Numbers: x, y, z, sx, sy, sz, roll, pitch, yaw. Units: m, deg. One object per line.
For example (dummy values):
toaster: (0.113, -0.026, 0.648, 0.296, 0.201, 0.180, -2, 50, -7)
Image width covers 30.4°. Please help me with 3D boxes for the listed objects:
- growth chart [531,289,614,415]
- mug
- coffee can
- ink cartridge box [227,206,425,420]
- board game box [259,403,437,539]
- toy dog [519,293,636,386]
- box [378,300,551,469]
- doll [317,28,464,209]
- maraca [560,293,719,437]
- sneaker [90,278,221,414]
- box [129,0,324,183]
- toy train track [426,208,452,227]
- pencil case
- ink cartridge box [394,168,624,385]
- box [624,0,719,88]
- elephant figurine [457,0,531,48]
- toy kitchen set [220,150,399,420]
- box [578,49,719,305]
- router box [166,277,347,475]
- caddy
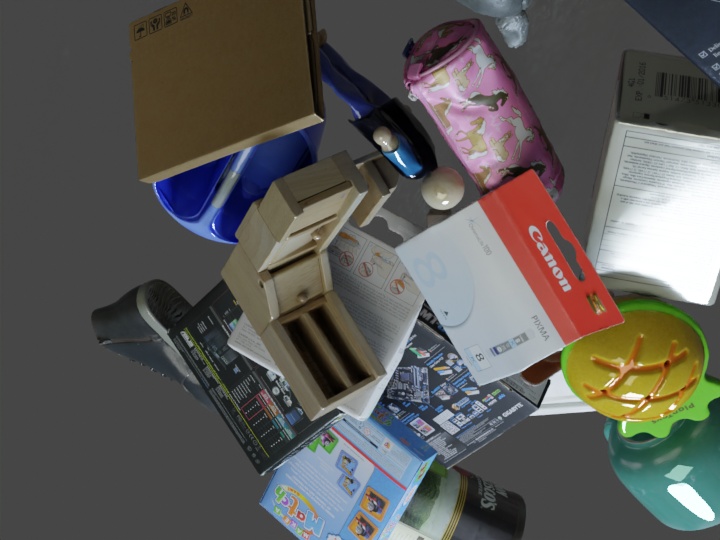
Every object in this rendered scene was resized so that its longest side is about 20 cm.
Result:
growth chart: (0.211, 0.095, 1.455, 0.145, 0.018, 0.200, 1, 134, 16)
mug: (0.328, 0.187, 1.415, 0.185, 0.152, 0.114, -26, 121, 35)
coffee can: (0.077, 0.297, 1.603, 0.200, 0.146, 0.146, 27, 135, -11)
ink cartridge box: (-0.018, 0.028, 1.351, 0.161, 0.200, 0.050, 29, 178, 11)
board game box: (-0.018, 0.234, 1.488, 0.151, 0.037, 0.200, 38, 120, 20)
toy dog: (0.187, 0.047, 1.325, 0.200, 0.096, 0.132, 23, 106, -6)
box: (0.073, 0.115, 1.451, 0.198, 0.050, 0.200, 38, 142, -6)
doll: (0.021, -0.135, 1.205, 0.200, 0.136, 0.048, 45, 109, 1)
maraca: (0.273, 0.097, 1.276, 0.137, 0.107, 0.200, -26, 130, 20)
sneaker: (-0.219, 0.099, 1.555, 0.106, 0.075, 0.200, -19, 117, 37)
box: (-0.124, -0.180, 1.185, 0.200, 0.164, 0.021, -16, 160, 30)
toy train track: (0.107, 0.023, 1.392, 0.115, 0.033, 0.200, 0, 131, 29)
pencil case: (0.114, -0.132, 1.209, 0.086, 0.083, 0.200, -17, 128, 28)
ink cartridge box: (0.132, 0.012, 1.219, 0.160, 0.047, 0.200, 59, 150, -1)
box: (0.287, -0.252, 1.019, 0.200, 0.107, 0.148, 37, 133, -21)
elephant figurine: (0.052, -0.290, 1.057, 0.200, 0.155, 0.142, 18, -179, 13)
toy kitchen set: (0.000, 0.000, 1.244, 0.180, 0.163, 0.200, 58, 152, 11)
box: (0.277, -0.082, 1.192, 0.128, 0.109, 0.200, 10, 136, 6)
router box: (-0.103, 0.101, 1.446, 0.150, 0.062, 0.200, -40, 80, 37)
caddy: (-0.119, -0.109, 1.282, 0.141, 0.105, 0.200, 26, 135, -11)
